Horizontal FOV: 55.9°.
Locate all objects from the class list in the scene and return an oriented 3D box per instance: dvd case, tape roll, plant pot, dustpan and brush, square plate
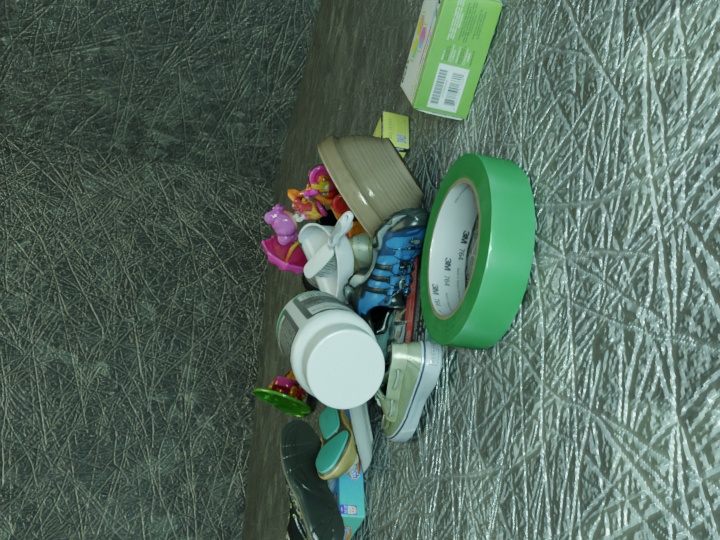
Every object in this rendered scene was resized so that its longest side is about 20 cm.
[{"bbox_3d":[0.054,0.055,0.945,0.200,0.022,0.148,158,121,-63],"label":"dvd case"},{"bbox_3d":[0.117,-0.020,0.720,0.200,0.047,0.204,-171,90,-78],"label":"tape roll"},{"bbox_3d":[0.029,-0.127,0.989,0.092,0.201,0.202,-34,27,10],"label":"plant pot"},{"bbox_3d":[-0.043,-0.030,0.999,0.200,0.057,0.141,-45,62,46],"label":"dustpan and brush"},{"bbox_3d":[-0.009,0.176,1.069,0.201,0.028,0.200,-101,1,-55],"label":"square plate"}]

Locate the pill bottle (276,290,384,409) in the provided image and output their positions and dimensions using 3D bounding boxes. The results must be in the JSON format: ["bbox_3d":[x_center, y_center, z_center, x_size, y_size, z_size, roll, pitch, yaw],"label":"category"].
[{"bbox_3d":[-0.041,0.098,0.872,0.200,0.112,0.115,-147,67,-73],"label":"pill bottle"}]

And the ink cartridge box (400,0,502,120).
[{"bbox_3d":[0.105,-0.309,0.908,0.201,0.075,0.149,-104,26,-58],"label":"ink cartridge box"}]

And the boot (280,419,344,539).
[{"bbox_3d":[-0.094,0.362,1.086,0.154,0.073,0.205,115,140,-50],"label":"boot"}]

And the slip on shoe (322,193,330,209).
[{"bbox_3d":[-0.044,-0.169,1.498,0.061,0.075,0.202,-106,34,-76],"label":"slip on shoe"}]

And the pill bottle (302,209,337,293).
[{"bbox_3d":[-0.053,-0.010,1.330,0.112,0.110,0.202,-99,21,-54],"label":"pill bottle"}]

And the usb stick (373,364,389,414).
[{"bbox_3d":[0.026,0.147,1.045,0.200,0.032,0.056,-111,39,-65],"label":"usb stick"}]

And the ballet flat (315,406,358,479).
[{"bbox_3d":[-0.027,0.268,1.030,0.068,0.063,0.200,-39,13,8],"label":"ballet flat"}]

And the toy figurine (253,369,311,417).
[{"bbox_3d":[-0.159,0.247,1.683,0.201,0.148,0.186,71,-146,-62],"label":"toy figurine"}]

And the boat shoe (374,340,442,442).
[{"bbox_3d":[0.049,0.147,0.845,0.201,0.061,0.073,104,175,-47],"label":"boat shoe"}]

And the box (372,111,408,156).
[{"bbox_3d":[0.033,-0.186,1.210,0.201,0.049,0.076,119,157,-56],"label":"box"}]

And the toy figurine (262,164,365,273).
[{"bbox_3d":[-0.087,-0.082,1.152,0.201,0.183,0.150,60,-179,-26],"label":"toy figurine"}]

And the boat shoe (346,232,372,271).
[{"bbox_3d":[0.000,0.000,1.112,0.201,0.065,0.075,89,178,-57],"label":"boat shoe"}]

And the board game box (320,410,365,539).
[{"bbox_3d":[-0.036,0.352,1.155,0.153,0.044,0.202,113,161,-46],"label":"board game box"}]

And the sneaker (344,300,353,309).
[{"bbox_3d":[-0.031,0.119,1.251,0.201,0.073,0.088,102,149,-62],"label":"sneaker"}]

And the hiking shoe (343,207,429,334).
[{"bbox_3d":[0.048,0.004,0.886,0.087,0.074,0.201,63,143,30],"label":"hiking shoe"}]
